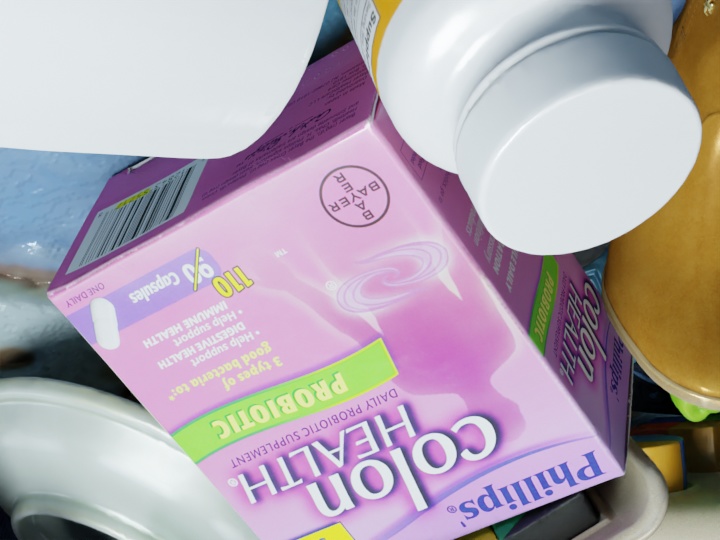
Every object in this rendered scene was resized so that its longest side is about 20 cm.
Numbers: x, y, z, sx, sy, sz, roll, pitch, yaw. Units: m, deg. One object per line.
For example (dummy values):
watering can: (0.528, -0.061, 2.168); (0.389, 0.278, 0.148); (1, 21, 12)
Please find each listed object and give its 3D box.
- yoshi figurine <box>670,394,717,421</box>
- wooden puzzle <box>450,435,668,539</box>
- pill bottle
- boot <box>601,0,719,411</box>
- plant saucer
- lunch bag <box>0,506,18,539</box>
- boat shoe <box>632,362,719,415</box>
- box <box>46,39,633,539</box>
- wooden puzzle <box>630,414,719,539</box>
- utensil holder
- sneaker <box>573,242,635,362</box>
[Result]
yoshi figurine: (0.208, 0.032, 0.843); (0.111, 0.200, 0.113); (4, 112, 14)
wooden puzzle: (0.043, 0.133, 0.769); (0.199, 0.185, 0.037); (-36, 98, 2)
pill bottle: (0.049, -0.107, 0.607); (0.110, 0.201, 0.112); (-13, 142, -11)
boot: (0.158, -0.051, 0.726); (0.070, 0.202, 0.145); (9, 128, -10)
plant saucer: (-0.122, 0.131, 0.839); (0.198, 0.051, 0.201); (18, 150, 11)
lunch bag: (-0.252, 0.157, 0.825); (0.131, 0.136, 0.201); (-20, 139, -3)
boat shoe: (0.227, 0.060, 0.975); (0.198, 0.085, 0.069); (-7, 170, -21)
box: (-0.003, 0.022, 0.727); (0.175, 0.097, 0.200); (-25, 117, 26)
wooden puzzle: (0.204, 0.105, 0.881); (0.184, 0.047, 0.199); (-5, -174, 31)
utensil holder: (-0.128, -0.125, 0.533); (0.198, 0.171, 0.171); (2, 136, -32)
sneaker: (0.091, 0.041, 0.887); (0.076, 0.081, 0.200); (22, 136, -14)
